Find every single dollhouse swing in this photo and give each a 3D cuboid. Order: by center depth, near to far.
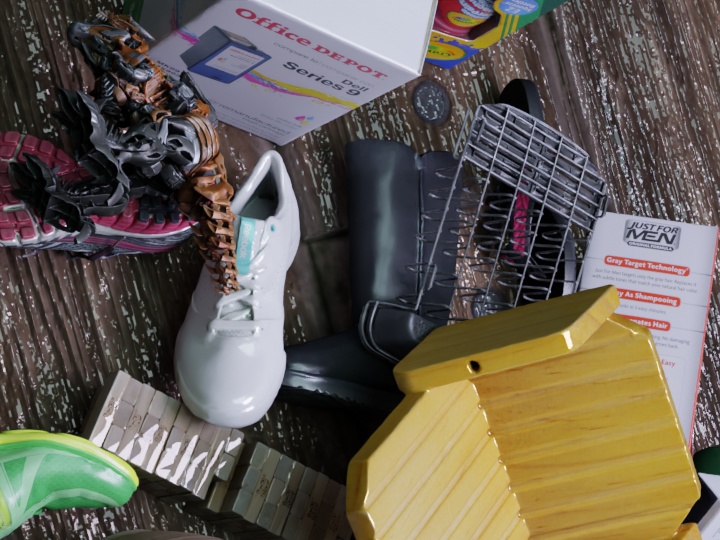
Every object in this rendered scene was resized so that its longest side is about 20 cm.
[{"bbox_3d":[0.111,0.147,1.120,0.176,0.181,0.201,-60,132,-66],"label":"dollhouse swing"}]

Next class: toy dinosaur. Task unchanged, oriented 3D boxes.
[{"bbox_3d":[-0.132,-0.079,1.097,0.135,0.102,0.200,-17,48,-43],"label":"toy dinosaur"}]

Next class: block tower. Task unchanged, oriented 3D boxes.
[{"bbox_3d":[-0.098,0.136,1.174,0.200,0.058,0.054,31,64,-24],"label":"block tower"}]

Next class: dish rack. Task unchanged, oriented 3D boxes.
[{"bbox_3d":[0.096,-0.012,1.248,0.153,0.054,0.201,28,73,-33],"label":"dish rack"}]

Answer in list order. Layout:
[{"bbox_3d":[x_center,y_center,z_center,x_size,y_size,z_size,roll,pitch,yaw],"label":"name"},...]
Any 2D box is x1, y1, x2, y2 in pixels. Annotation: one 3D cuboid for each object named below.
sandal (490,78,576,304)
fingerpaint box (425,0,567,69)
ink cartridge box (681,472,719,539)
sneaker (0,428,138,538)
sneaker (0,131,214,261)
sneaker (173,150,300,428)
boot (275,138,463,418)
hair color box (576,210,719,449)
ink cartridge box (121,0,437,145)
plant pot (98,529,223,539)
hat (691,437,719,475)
[{"bbox_3d":[0.121,-0.051,1.348,0.045,0.075,0.201,-1,72,-25],"label":"sandal"},{"bbox_3d":[0.032,-0.230,1.273,0.199,0.167,0.074,16,69,-29],"label":"fingerpaint box"},{"bbox_3d":[0.287,0.204,1.286,0.200,0.100,0.039,15,27,-41],"label":"ink cartridge box"},{"bbox_3d":[-0.237,0.141,1.079,0.199,0.074,0.084,2,75,-22],"label":"sneaker"},{"bbox_3d":[-0.197,-0.037,1.146,0.199,0.075,0.081,3,62,-18],"label":"sneaker"},{"bbox_3d":[-0.080,0.006,1.164,0.075,0.089,0.201,8,50,-1],"label":"sneaker"},{"bbox_3d":[0.001,0.000,1.257,0.164,0.066,0.201,15,75,-39],"label":"boot"},{"bbox_3d":[0.205,0.062,1.311,0.101,0.061,0.201,9,70,10],"label":"hair color box"},{"bbox_3d":[-0.061,-0.167,1.180,0.145,0.200,0.088,21,69,-27],"label":"ink cartridge box"},{"bbox_3d":[-0.137,0.226,1.079,0.200,0.201,0.093,-15,47,-33],"label":"plant pot"},{"bbox_3d":[0.260,0.166,1.397,0.165,0.200,0.176,20,24,-46],"label":"hat"}]
